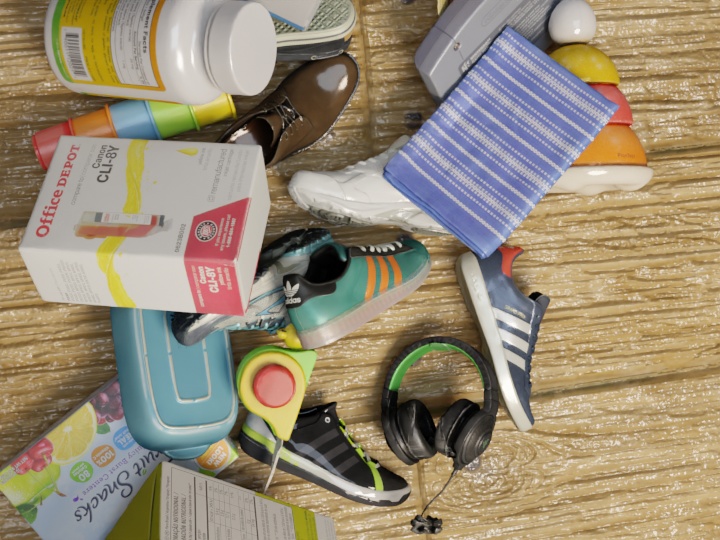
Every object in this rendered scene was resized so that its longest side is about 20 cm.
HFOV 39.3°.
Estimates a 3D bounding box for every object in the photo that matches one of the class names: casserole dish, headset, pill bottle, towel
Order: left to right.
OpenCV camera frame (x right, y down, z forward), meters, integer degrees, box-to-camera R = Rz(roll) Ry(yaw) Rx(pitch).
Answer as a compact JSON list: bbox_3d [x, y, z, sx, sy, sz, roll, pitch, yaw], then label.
[{"bbox_3d":[-0.183,-0.213,0.940,0.199,0.111,0.112,10,91,24],"label":"pill bottle"},{"bbox_3d":[-0.178,0.084,0.995,0.120,0.039,0.201,-1,74,-36],"label":"casserole dish"},{"bbox_3d":[0.074,0.166,1.032,0.123,0.094,0.202,-4,76,26],"label":"headset"},{"bbox_3d":[0.132,-0.127,0.985,0.145,0.024,0.200,41,89,19],"label":"towel"}]

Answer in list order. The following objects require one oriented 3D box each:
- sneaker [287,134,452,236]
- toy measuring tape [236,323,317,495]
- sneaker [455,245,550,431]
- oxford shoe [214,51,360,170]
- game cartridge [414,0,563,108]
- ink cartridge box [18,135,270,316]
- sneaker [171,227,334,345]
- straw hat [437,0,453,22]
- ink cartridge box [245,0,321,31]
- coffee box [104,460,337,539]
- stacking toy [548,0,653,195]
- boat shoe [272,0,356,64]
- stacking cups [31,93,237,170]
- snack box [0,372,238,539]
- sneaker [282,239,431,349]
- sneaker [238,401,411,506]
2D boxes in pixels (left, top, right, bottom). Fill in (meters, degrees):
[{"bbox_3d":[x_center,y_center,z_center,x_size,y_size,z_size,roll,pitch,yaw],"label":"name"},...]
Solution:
[{"bbox_3d":[0.022,-0.093,1.050,0.199,0.078,0.100,7,84,-18],"label":"sneaker"},{"bbox_3d":[-0.100,0.144,0.990,0.073,0.074,0.201,19,92,-10],"label":"toy measuring tape"},{"bbox_3d":[0.169,0.069,1.074,0.084,0.075,0.201,-17,95,-4],"label":"sneaker"},{"bbox_3d":[-0.074,-0.150,1.019,0.200,0.084,0.073,-44,97,-7],"label":"oxford shoe"},{"bbox_3d":[0.143,-0.249,1.032,0.200,0.133,0.040,-45,60,-4],"label":"game cartridge"},{"bbox_3d":[-0.195,-0.044,0.938,0.198,0.084,0.146,3,53,5],"label":"ink cartridge box"},{"bbox_3d":[-0.093,0.034,1.003,0.199,0.077,0.087,-31,111,-32],"label":"sneaker"},{"bbox_3d":[0.129,-0.333,1.040,0.201,0.201,0.085,-45,56,-5],"label":"straw hat"},{"bbox_3d":[-0.067,-0.366,0.940,0.146,0.146,0.201,24,59,-9],"label":"ink cartridge box"},{"bbox_3d":[-0.142,0.334,0.917,0.197,0.201,0.200,24,117,-25],"label":"coffee box"},{"bbox_3d":[0.225,-0.180,1.039,0.145,0.146,0.202,-1,90,-10],"label":"stacking toy"},{"bbox_3d":[-0.101,-0.240,1.018,0.198,0.062,0.075,-2,69,6],"label":"boat shoe"},{"bbox_3d":[-0.225,-0.148,1.003,0.199,0.060,0.061,-20,96,-8],"label":"stacking cups"},{"bbox_3d":[-0.244,0.194,1.022,0.200,0.053,0.143,-39,100,-6],"label":"snack box"},{"bbox_3d":[0.000,0.000,1.003,0.200,0.071,0.080,-34,107,-46],"label":"sneaker"},{"bbox_3d":[-0.030,0.180,1.048,0.199,0.072,0.083,23,88,-10],"label":"sneaker"}]
